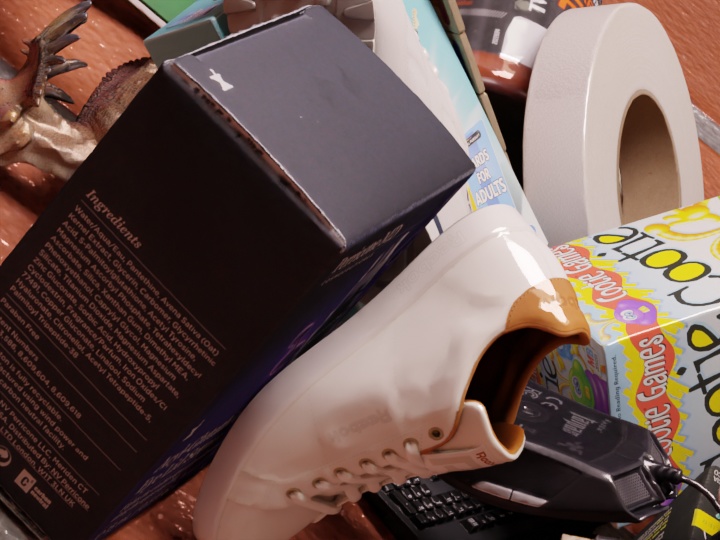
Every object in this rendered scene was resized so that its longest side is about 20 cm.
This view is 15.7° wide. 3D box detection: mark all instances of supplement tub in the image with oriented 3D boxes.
[{"bbox_3d":[0.082,-0.149,1.458,0.107,0.107,0.201,29,53,-22],"label":"supplement tub"}]

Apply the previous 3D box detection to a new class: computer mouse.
[{"bbox_3d":[0.089,0.102,1.137,0.199,0.046,0.140,18,24,11],"label":"computer mouse"}]

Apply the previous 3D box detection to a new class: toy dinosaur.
[{"bbox_3d":[-0.106,-0.074,1.272,0.136,0.086,0.200,51,31,12],"label":"toy dinosaur"}]

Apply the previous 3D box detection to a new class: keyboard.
[{"bbox_3d":[0.081,0.109,1.306,0.104,0.040,0.200,51,29,18],"label":"keyboard"}]

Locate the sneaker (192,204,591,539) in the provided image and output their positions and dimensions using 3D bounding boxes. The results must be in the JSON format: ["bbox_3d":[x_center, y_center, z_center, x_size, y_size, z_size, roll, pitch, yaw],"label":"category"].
[{"bbox_3d":[0.013,0.068,1.099,0.085,0.200,0.073,52,16,28],"label":"sneaker"}]

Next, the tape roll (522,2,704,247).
[{"bbox_3d":[0.138,-0.042,1.396,0.203,0.037,0.204,-4,90,-66],"label":"tape roll"}]

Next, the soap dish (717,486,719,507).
[{"bbox_3d":[0.233,0.119,1.115,0.158,0.081,0.200,67,26,-5],"label":"soap dish"}]

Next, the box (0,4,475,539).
[{"bbox_3d":[-0.069,0.002,1.088,0.104,0.200,0.148,46,28,6],"label":"box"}]

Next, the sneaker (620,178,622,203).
[{"bbox_3d":[0.074,-0.071,1.521,0.200,0.077,0.080,44,36,17],"label":"sneaker"}]

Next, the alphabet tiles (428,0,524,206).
[{"bbox_3d":[0.020,-0.105,1.351,0.166,0.006,0.201,25,-39,58],"label":"alphabet tiles"}]

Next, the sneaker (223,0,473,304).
[{"bbox_3d":[0.000,-0.087,1.163,0.080,0.076,0.201,-36,115,-53],"label":"sneaker"}]

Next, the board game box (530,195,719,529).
[{"bbox_3d":[0.186,0.031,1.274,0.199,0.105,0.103,-17,29,-17],"label":"board game box"}]

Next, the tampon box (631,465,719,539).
[{"bbox_3d":[0.160,0.214,1.160,0.150,0.126,0.200,39,27,-6],"label":"tampon box"}]

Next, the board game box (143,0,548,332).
[{"bbox_3d":[-0.002,-0.058,1.237,0.151,0.047,0.201,-45,114,-46],"label":"board game box"}]

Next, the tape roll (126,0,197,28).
[{"bbox_3d":[-0.087,-0.143,1.350,0.200,0.048,0.200,41,0,0],"label":"tape roll"}]
